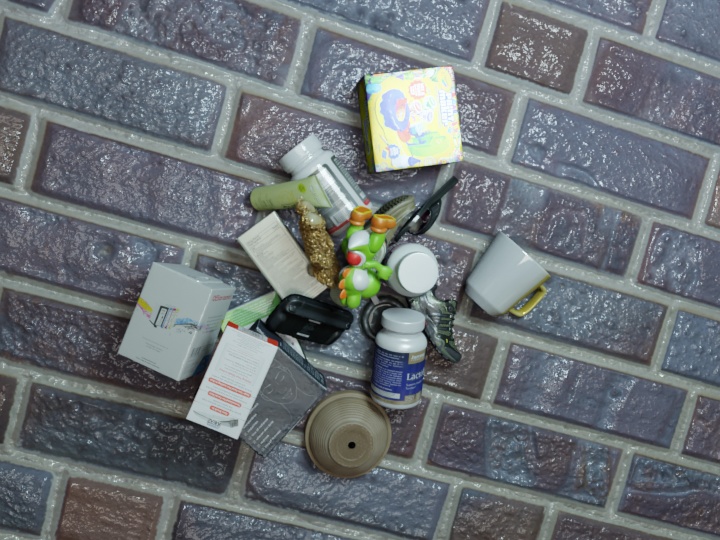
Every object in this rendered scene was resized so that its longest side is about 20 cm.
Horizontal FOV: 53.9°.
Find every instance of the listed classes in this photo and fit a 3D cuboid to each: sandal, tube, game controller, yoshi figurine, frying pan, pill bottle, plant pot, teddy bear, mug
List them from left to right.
[{"bbox_3d":[-0.147,-0.157,1.470,0.058,0.199,0.052,16,77,-49],"label":"tube"},{"bbox_3d":[-0.106,0.108,1.518,0.200,0.042,0.104,22,127,-43],"label":"game controller"},{"bbox_3d":[-0.093,-0.051,1.433,0.067,0.200,0.145,-25,55,-9],"label":"teddy bear"},{"bbox_3d":[-0.076,-0.182,1.510,0.114,0.114,0.200,-38,98,-2],"label":"pill bottle"},{"bbox_3d":[-0.025,0.377,1.581,0.200,0.093,0.202,-1,96,-7],"label":"plant pot"},{"bbox_3d":[0.011,-0.023,1.427,0.111,0.112,0.201,10,107,-16],"label":"yoshi figurine"},{"bbox_3d":[0.052,0.075,1.596,0.114,0.031,0.191,-5,99,-8],"label":"frying pan"},{"bbox_3d":[0.085,0.190,1.547,0.115,0.116,0.201,2,108,-7],"label":"pill bottle"},{"bbox_3d":[0.102,-0.005,1.505,0.112,0.200,0.113,-1,95,-8],"label":"pill bottle"},{"bbox_3d":[0.153,-0.127,1.547,0.048,0.075,0.200,45,76,0],"label":"sandal"},{"bbox_3d":[0.327,0.031,1.571,0.186,0.149,0.153,42,97,-3],"label":"mug"}]

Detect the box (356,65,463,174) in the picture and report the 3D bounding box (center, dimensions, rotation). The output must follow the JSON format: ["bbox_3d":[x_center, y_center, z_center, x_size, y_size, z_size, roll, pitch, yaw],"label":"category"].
[{"bbox_3d":[0.104,-0.319,1.517,0.192,0.122,0.201,-9,97,-7],"label":"box"}]

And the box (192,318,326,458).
[{"bbox_3d":[-0.209,0.245,1.493,0.197,0.124,0.200,43,90,-10],"label":"box"}]

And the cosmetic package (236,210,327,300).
[{"bbox_3d":[-0.166,-0.021,1.527,0.103,0.087,0.200,-35,100,-1],"label":"cosmetic package"}]

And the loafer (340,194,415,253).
[{"bbox_3d":[0.047,-0.090,1.558,0.200,0.076,0.067,-38,107,10],"label":"loafer"}]

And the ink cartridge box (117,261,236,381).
[{"bbox_3d":[-0.376,0.100,1.467,0.144,0.147,0.201,23,92,8],"label":"ink cartridge box"}]

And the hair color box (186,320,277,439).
[{"bbox_3d":[-0.251,0.215,1.395,0.110,0.064,0.201,24,91,-8],"label":"hair color box"}]

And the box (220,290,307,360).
[{"bbox_3d":[-0.212,0.161,1.565,0.144,0.036,0.201,-23,99,-4],"label":"box"}]

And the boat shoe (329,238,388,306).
[{"bbox_3d":[0.000,0.000,1.519,0.074,0.062,0.200,35,122,4],"label":"boat shoe"}]

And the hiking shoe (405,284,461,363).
[{"bbox_3d":[0.186,0.113,1.590,0.100,0.076,0.200,-32,98,0],"label":"hiking shoe"}]
